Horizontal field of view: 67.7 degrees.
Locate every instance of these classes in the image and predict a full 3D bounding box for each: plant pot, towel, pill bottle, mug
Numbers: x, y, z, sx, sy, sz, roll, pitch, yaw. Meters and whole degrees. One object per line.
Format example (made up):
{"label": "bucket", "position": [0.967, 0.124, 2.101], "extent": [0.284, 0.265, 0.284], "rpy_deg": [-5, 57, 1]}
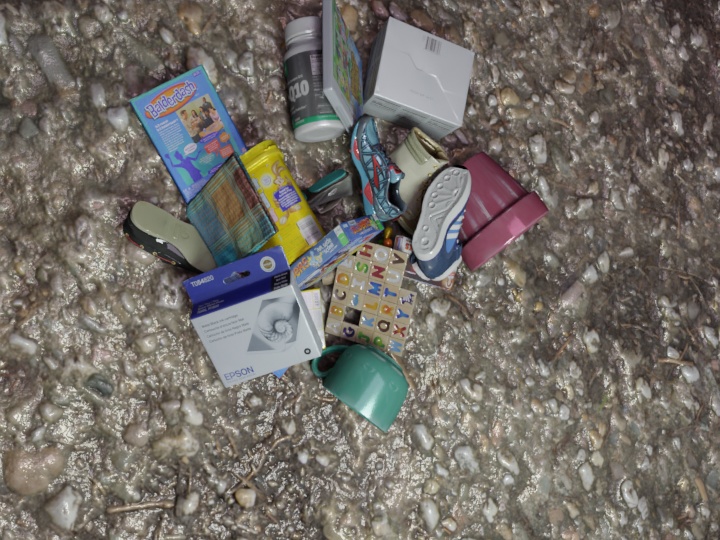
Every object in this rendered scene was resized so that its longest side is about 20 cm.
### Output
{"label": "plant pot", "position": [0.257, -0.131, 1.106], "extent": [0.197, 0.200, 0.182], "rpy_deg": [-34, 82, -16]}
{"label": "towel", "position": [-0.224, -0.087, 0.911], "extent": [0.021, 0.198, 0.150], "rpy_deg": [-31, 91, -44]}
{"label": "pill bottle", "position": [-0.089, -0.363, 1.032], "extent": [0.109, 0.113, 0.209], "rpy_deg": [-8, 90, -18]}
{"label": "mug", "position": [0.006, 0.205, 1.022], "extent": [0.183, 0.151, 0.116], "rpy_deg": [39, 77, -13]}

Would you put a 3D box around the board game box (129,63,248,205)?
{"label": "board game box", "position": [-0.306, -0.249, 0.991], "extent": [0.149, 0.045, 0.205], "rpy_deg": [-31, 98, -16]}

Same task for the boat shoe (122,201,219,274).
{"label": "boat shoe", "position": [-0.331, -0.046, 0.971], "extent": [0.199, 0.062, 0.076], "rpy_deg": [34, 44, -27]}

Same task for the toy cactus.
{"label": "toy cactus", "position": [0.000, 0.000, 1.067], "extent": [0.159, 0.102, 0.208], "rpy_deg": [-12, 100, -8]}

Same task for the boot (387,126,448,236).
{"label": "boot", "position": [0.124, -0.166, 1.073], "extent": [0.201, 0.154, 0.072], "rpy_deg": [47, 36, -8]}

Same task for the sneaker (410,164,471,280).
{"label": "sneaker", "position": [0.167, -0.081, 1.041], "extent": [0.078, 0.147, 0.205], "rpy_deg": [17, 74, 29]}

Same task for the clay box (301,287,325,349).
{"label": "clay box", "position": [-0.168, 0.105, 1.022], "extent": [0.192, 0.047, 0.120], "rpy_deg": [-7, 93, -17]}

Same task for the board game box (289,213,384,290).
{"label": "board game box", "position": [-0.061, -0.023, 0.954], "extent": [0.035, 0.198, 0.134], "rpy_deg": [56, 30, 5]}

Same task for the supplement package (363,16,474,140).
{"label": "supplement package", "position": [0.113, -0.387, 1.100], "extent": [0.193, 0.110, 0.162], "rpy_deg": [14, 84, -17]}

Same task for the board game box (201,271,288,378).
{"label": "board game box", "position": [-0.187, 0.095, 0.964], "extent": [0.199, 0.020, 0.103], "rpy_deg": [42, 97, -16]}

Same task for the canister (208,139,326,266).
{"label": "canister", "position": [-0.162, -0.101, 0.956], "extent": [0.146, 0.087, 0.204], "rpy_deg": [-32, 87, 3]}

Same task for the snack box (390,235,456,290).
{"label": "snack box", "position": [0.132, -0.012, 1.090], "extent": [0.196, 0.024, 0.075], "rpy_deg": [16, 84, -46]}

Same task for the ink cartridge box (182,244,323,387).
{"label": "ink cartridge box", "position": [-0.185, 0.084, 0.918], "extent": [0.193, 0.041, 0.206], "rpy_deg": [-19, 111, 9]}

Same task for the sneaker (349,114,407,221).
{"label": "sneaker", "position": [0.045, -0.194, 1.012], "extent": [0.079, 0.093, 0.206], "rpy_deg": [-40, 125, -44]}

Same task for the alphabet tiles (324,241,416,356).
{"label": "alphabet tiles", "position": [0.024, 0.050, 1.031], "extent": [0.161, 0.008, 0.207], "rpy_deg": [16, 110, 9]}

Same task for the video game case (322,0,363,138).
{"label": "video game case", "position": [-0.029, -0.368, 1.002], "extent": [0.021, 0.182, 0.208], "rpy_deg": [-8, 70, 16]}

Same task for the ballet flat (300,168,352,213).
{"label": "ballet flat", "position": [-0.100, -0.132, 1.048], "extent": [0.195, 0.067, 0.065], "rpy_deg": [-26, 126, -14]}
